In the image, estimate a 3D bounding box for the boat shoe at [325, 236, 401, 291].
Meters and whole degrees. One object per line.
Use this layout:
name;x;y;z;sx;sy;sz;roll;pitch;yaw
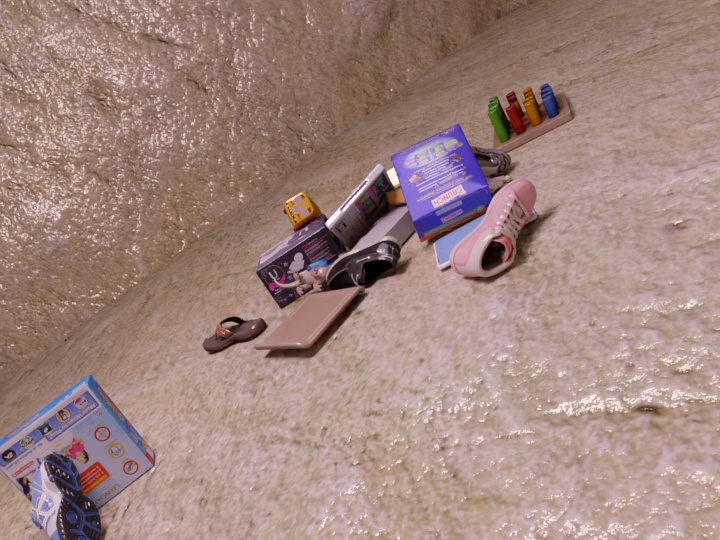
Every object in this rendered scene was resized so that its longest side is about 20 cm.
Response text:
boat shoe;0.000;0.000;1.250;0.197;0.071;0.069;-27;44;34

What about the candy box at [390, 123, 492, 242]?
candy box;0.166;-0.184;1.260;0.165;0.077;0.203;-23;49;11

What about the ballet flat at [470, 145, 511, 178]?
ballet flat;0.235;-0.243;1.355;0.195;0.074;0.072;10;35;18

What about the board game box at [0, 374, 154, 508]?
board game box;-0.509;0.329;1.087;0.198;0.198;0.056;-35;18;-10

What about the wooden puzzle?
wooden puzzle;-0.100;0.102;1.223;0.183;0.038;0.199;-11;25;50

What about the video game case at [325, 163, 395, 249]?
video game case;0.008;-0.145;1.426;0.183;0.023;0.200;-48;-18;0

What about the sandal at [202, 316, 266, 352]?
sandal;-0.304;0.139;1.428;0.197;0.055;0.082;-18;24;39

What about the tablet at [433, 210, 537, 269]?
tablet;0.227;-0.072;1.131;0.197;0.014;0.131;-28;19;14

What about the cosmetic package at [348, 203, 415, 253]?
cosmetic package;0.065;-0.081;1.359;0.081;0.051;0.200;-7;32;48

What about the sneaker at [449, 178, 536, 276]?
sneaker;0.238;-0.066;0.993;0.201;0.075;0.104;-47;18;-7

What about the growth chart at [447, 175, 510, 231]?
growth chart;0.221;-0.144;1.307;0.199;0.018;0.144;-40;20;-16

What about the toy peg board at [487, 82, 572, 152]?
toy peg board;0.404;-0.398;1.498;0.196;0.099;0.201;-25;21;25

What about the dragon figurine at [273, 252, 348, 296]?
dragon figurine;-0.100;0.012;1.376;0.197;0.060;0.099;-17;6;37

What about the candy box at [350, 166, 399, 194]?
candy box;0.086;-0.216;1.571;0.196;0.058;0.116;-25;-13;22

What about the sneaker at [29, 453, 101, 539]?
sneaker;-0.487;0.401;0.993;0.077;0.075;0.200;-48;52;8

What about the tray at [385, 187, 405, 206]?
tray;0.165;-0.203;1.428;0.196;0.038;0.098;-23;9;-27

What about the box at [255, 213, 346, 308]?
box;-0.141;-0.027;1.470;0.197;0.116;0.133;-31;19;6

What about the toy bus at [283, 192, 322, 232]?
toy bus;-0.142;-0.138;1.562;0.077;0.066;0.200;-31;-9;4
